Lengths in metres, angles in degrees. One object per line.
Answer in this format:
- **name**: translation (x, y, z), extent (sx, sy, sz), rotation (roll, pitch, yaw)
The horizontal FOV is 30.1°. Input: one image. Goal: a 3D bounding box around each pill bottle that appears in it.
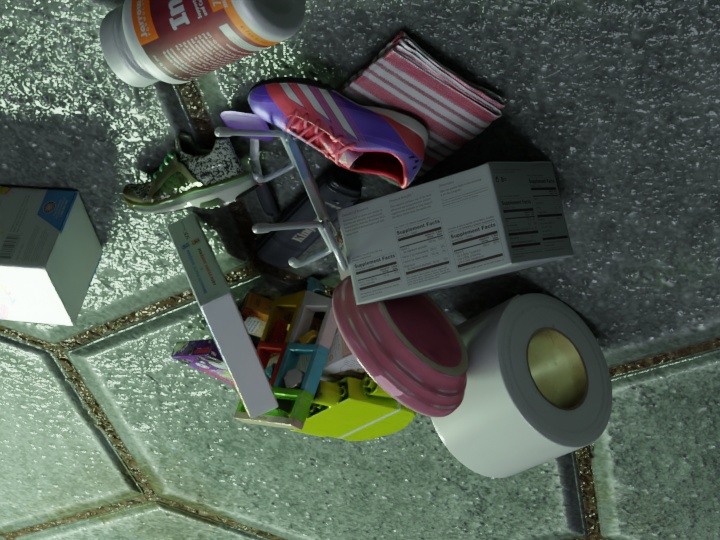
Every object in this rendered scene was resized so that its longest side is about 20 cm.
- **pill bottle**: translation (-0.162, -0.253, 1.334), extent (0.199, 0.113, 0.113), rotation (-17, 134, 34)

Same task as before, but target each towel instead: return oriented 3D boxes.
- **towel**: translation (0.043, -0.169, 1.458), extent (0.146, 0.030, 0.200), rotation (30, 144, -21)

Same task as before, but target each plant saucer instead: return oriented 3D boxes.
- **plant saucer**: translation (0.056, 0.076, 1.557), extent (0.200, 0.201, 0.051), rotation (35, 116, -27)

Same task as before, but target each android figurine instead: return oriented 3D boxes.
- **android figurine**: translation (-0.010, 0.182, 1.765), extent (0.200, 0.041, 0.182), rotation (14, 147, -40)

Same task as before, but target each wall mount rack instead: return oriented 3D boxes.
- **wall mount rack**: translation (-0.085, -0.085, 1.448), extent (0.074, 0.201, 0.174), rotation (-24, 163, 2)

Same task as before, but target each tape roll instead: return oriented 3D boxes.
- **tape roll**: translation (0.198, 0.145, 1.677), extent (0.202, 0.203, 0.139), rotation (33, 140, -25)

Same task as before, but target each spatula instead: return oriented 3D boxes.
- **spatula**: translation (-0.121, -0.124, 1.572), extent (0.056, 0.021, 0.200), rotation (10, 145, 15)

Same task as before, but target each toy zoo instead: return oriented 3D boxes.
- **toy zoo**: translation (-0.088, 0.103, 1.723), extent (0.020, 0.201, 0.131), rotation (30, 160, -35)

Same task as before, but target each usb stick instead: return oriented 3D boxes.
- **usb stick**: translation (-0.065, -0.061, 1.629), extent (0.055, 0.033, 0.200), rotation (28, 141, -18)

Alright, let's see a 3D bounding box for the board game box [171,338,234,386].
- **board game box**: translation (-0.155, 0.148, 1.886), extent (0.200, 0.032, 0.120), rotation (28, 165, -27)

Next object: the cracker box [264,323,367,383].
- **cracker box**: translation (-0.011, 0.121, 1.756), extent (0.200, 0.058, 0.134), rotation (-29, 146, 36)

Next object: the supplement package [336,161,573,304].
- **supplement package**: translation (0.105, -0.042, 1.476), extent (0.199, 0.111, 0.156), rotation (-15, 176, 34)

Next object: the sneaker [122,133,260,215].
- **sneaker**: translation (-0.207, -0.119, 1.586), extent (0.199, 0.077, 0.089), rotation (-4, 105, 35)

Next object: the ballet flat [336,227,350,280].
- **ballet flat**: translation (0.000, 0.000, 1.654), extent (0.075, 0.064, 0.200), rotation (29, 153, 29)

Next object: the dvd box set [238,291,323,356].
- **dvd box set**: translation (-0.090, 0.110, 1.867), extent (0.199, 0.029, 0.146), rotation (23, 143, -12)

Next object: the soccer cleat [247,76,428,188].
- **soccer cleat**: translation (-0.028, -0.147, 1.423), extent (0.199, 0.073, 0.068), rotation (17, 147, -4)

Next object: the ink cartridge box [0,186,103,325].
- **ink cartridge box**: translation (-0.458, -0.022, 1.726), extent (0.199, 0.129, 0.125), rotation (4, 143, 13)

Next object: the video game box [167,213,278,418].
- **video game box**: translation (-0.173, 0.056, 1.679), extent (0.047, 0.182, 0.200), rotation (-22, 129, -4)
